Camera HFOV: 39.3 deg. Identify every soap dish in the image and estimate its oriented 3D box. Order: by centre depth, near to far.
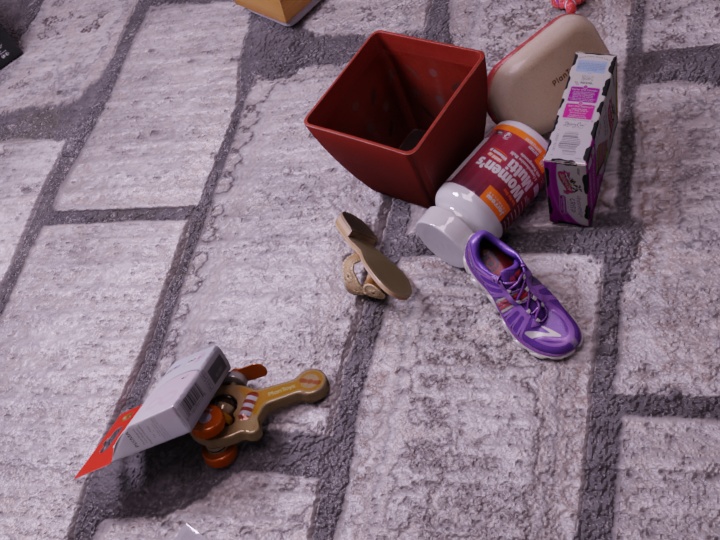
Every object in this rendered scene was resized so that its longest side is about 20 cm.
[{"bbox_3d":[-0.128,-0.560,1.894,0.157,0.081,0.200,31,70,37],"label":"soap dish"}]

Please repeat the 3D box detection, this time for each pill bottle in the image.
[{"bbox_3d":[0.174,-0.105,1.401,0.110,0.110,0.200,30,70,37],"label":"pill bottle"}]

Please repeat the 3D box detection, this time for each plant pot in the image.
[{"bbox_3d":[0.074,-0.206,1.476,0.200,0.176,0.200,21,65,35],"label":"plant pot"}]

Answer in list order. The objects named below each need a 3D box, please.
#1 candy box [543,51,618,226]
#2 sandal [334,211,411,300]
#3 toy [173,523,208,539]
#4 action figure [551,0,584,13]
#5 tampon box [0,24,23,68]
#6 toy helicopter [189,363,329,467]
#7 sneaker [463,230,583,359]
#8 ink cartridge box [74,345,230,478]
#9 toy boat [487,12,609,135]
[{"bbox_3d":[0.306,-0.180,1.383,0.061,0.136,0.200,9,59,20],"label":"candy box"},{"bbox_3d":[0.004,0.002,1.437,0.070,0.078,0.212,-54,38,20],"label":"sandal"},{"bbox_3d":[-0.177,0.402,1.210,0.200,0.047,0.115,23,70,38],"label":"toy"},{"bbox_3d":[0.328,-0.506,1.652,0.065,0.099,0.200,-14,53,15],"label":"action figure"},{"bbox_3d":[-0.827,-0.514,2.079,0.126,0.200,0.150,-38,49,-7],"label":"tampon box"},{"bbox_3d":[-0.141,0.173,1.365,0.200,0.079,0.132,-17,40,-4],"label":"toy helicopter"},{"bbox_3d":[0.200,0.031,1.283,0.081,0.083,0.200,-41,73,-7],"label":"sneaker"},{"bbox_3d":[-0.285,0.186,1.345,0.200,0.057,0.163,-20,19,21],"label":"ink cartridge box"},{"bbox_3d":[0.269,-0.291,1.514,0.200,0.131,0.131,-38,19,-9],"label":"toy boat"}]
